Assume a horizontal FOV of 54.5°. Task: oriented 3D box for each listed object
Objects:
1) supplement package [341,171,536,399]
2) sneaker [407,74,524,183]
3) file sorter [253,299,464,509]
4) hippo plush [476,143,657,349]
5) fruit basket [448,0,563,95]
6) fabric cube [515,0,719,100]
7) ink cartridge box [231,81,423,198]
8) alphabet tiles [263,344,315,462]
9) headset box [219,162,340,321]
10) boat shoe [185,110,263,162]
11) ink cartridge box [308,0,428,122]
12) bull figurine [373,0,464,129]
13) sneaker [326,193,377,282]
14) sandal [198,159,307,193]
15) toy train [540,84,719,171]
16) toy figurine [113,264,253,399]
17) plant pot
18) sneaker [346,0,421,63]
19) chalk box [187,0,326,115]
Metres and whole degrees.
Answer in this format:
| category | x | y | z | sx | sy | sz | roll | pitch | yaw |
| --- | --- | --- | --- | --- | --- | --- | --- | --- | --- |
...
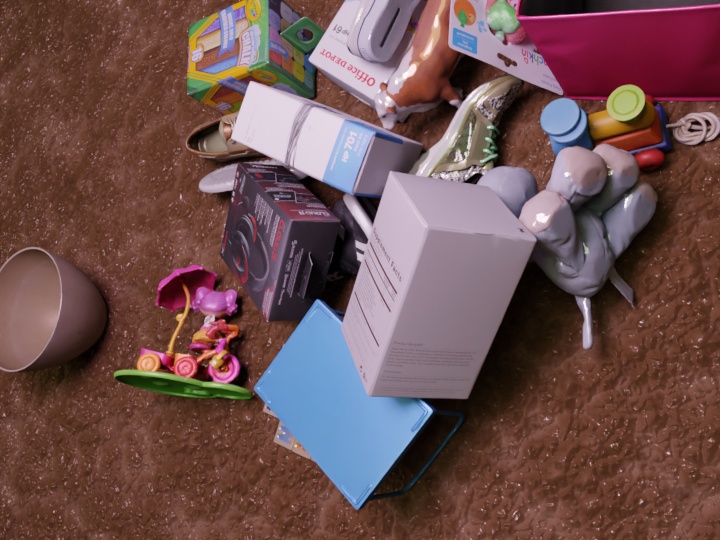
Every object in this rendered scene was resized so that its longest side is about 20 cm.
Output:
| category | x | y | z | sx | sy | sz | roll | pitch | yaw |
| --- | --- | --- | --- | --- | --- | --- | --- | --- | --- |
| supplement package | 0.072 | 0.018 | 0.724 | 0.120 | 0.121 | 0.200 | -115 | 37 | -54 |
| sneaker | 0.147 | -0.148 | 0.871 | 0.089 | 0.077 | 0.200 | 45 | 110 | 21 |
| file sorter | 0.001 | 0.157 | 0.839 | 0.200 | 0.123 | 0.139 | 41 | 100 | 31 |
| hippo plush | 0.216 | -0.057 | 0.775 | 0.159 | 0.200 | 0.161 | -40 | 31 | -14 |
| fruit basket | 0.183 | -0.327 | 0.823 | 0.094 | 0.185 | 0.201 | -20 | 63 | 54 |
| fabric cube | 0.302 | -0.310 | 0.732 | 0.196 | 0.199 | 0.201 | 8 | 83 | 33 |
| ink cartridge box | -0.042 | -0.167 | 0.915 | 0.200 | 0.146 | 0.086 | 28 | 106 | 24 |
| alphabet tiles | -0.042 | 0.173 | 0.938 | 0.200 | 0.006 | 0.167 | 15 | 86 | 33 |
| headset box | -0.108 | -0.036 | 0.932 | 0.200 | 0.075 | 0.149 | 46 | 128 | 45 |
| boat shoe | -0.183 | -0.206 | 1.066 | 0.200 | 0.074 | 0.076 | -12 | 91 | 32 |
| ink cartridge box | 0.045 | -0.327 | 0.960 | 0.144 | 0.085 | 0.200 | 38 | 100 | 32 |
| bull figurine | 0.098 | -0.260 | 0.883 | 0.200 | 0.121 | 0.065 | -66 | 31 | 13 |
| sneaker | 0.000 | 0.000 | 0.923 | 0.112 | 0.073 | 0.200 | -42 | 54 | 22 |
| sandal | -0.159 | -0.130 | 1.054 | 0.202 | 0.082 | 0.050 | -3 | 120 | 29 |
| toy train | 0.299 | -0.163 | 0.747 | 0.200 | 0.116 | 0.085 | -12 | 73 | 29 |
| toy figurine | -0.238 | 0.083 | 1.022 | 0.199 | 0.150 | 0.185 | 5 | 70 | 10 |
| plant pot | -0.508 | 0.073 | 1.169 | 0.200 | 0.134 | 0.201 | -7 | 75 | 30 |
| sneaker | 0.041 | -0.357 | 0.879 | 0.071 | 0.073 | 0.200 | 29 | 87 | 46 |
| chalk box | -0.145 | -0.321 | 1.050 | 0.200 | 0.125 | 0.124 | -10 | 73 | 30 |
